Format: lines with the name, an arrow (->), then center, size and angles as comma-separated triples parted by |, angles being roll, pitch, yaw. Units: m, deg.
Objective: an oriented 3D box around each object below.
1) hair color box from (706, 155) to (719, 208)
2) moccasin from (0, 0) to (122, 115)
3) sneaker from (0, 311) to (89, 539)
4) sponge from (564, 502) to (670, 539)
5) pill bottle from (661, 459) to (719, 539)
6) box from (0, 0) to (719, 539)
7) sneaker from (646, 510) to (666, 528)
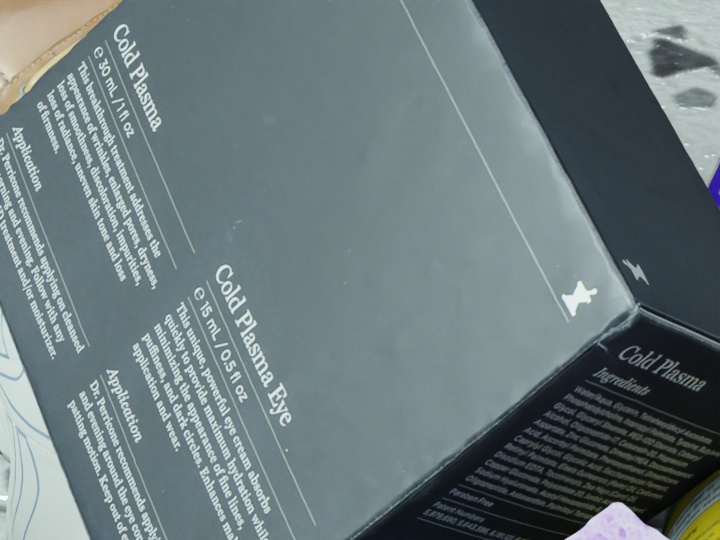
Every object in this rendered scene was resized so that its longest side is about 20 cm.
hair color box -> 0.170, -0.017, 0.949 | 0.064, 0.110, 0.200 | 4, 30, 20
moccasin -> -0.038, -0.085, 0.885 | 0.200, 0.074, 0.078 | -18, 46, -27
sneaker -> -0.090, 0.047, 0.875 | 0.074, 0.088, 0.200 | -10, 32, -17
sponge -> 0.018, 0.141, 0.600 | 0.199, 0.030, 0.111 | -32, 42, -18
pill bottle -> 0.127, 0.129, 0.697 | 0.110, 0.112, 0.200 | 4, 30, 9
box -> 0.000, 0.000, 0.776 | 0.104, 0.182, 0.201 | 20, 38, -50
sneaker -> 0.140, 0.042, 0.841 | 0.199, 0.083, 0.077 | 2, -15, 24
